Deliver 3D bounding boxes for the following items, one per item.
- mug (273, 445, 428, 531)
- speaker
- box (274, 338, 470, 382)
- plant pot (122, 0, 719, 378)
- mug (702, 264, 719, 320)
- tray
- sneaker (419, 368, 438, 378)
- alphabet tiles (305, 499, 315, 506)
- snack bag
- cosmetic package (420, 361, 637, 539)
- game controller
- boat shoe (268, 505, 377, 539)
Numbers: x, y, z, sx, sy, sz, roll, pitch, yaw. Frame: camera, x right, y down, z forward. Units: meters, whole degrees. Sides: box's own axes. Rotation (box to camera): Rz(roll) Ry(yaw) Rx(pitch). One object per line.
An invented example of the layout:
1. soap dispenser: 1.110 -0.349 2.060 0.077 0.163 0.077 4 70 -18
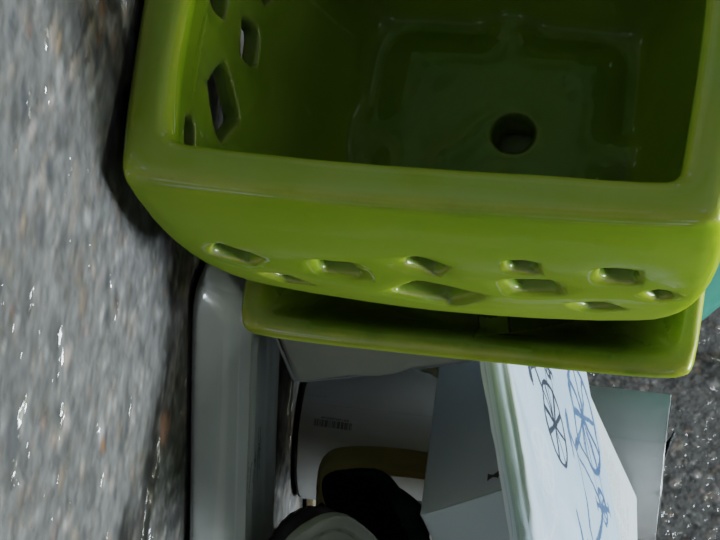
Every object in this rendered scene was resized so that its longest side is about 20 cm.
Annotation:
1. mug: 0.021 0.201 1.180 0.187 0.152 0.150 89 11 -46
2. speaker: 0.068 0.094 1.273 0.081 0.198 0.082 6 90 -83
3. box: 0.007 -0.053 1.009 0.069 0.081 0.201 70 17 -46
4. plant pot: 0.043 -0.073 0.841 0.182 0.198 0.201 71 26 -64
5. mug: 0.121 -0.041 1.230 0.114 0.184 0.153 -43 -144 25
6. tray: -0.052 0.075 1.000 0.108 0.022 0.202 -69 163 -63
7. sneaker: 0.000 0.000 1.187 0.200 0.086 0.078 51 57 -50
8. alphabet tiles: -0.016 0.145 1.439 0.168 0.007 0.201 -77 170 -49
9. snack bag: 0.077 0.077 0.981 0.200 0.021 0.190 49 29 -62
10. cosmetic package: 0.084 0.110 1.114 0.200 0.051 0.152 -78 149 -61
11. game controller: 0.035 0.183 1.070 0.104 0.042 0.201 -148 -145 -79
12. boat shoe: -0.018 0.174 1.051 0.060 0.074 0.201 43 -25 45
